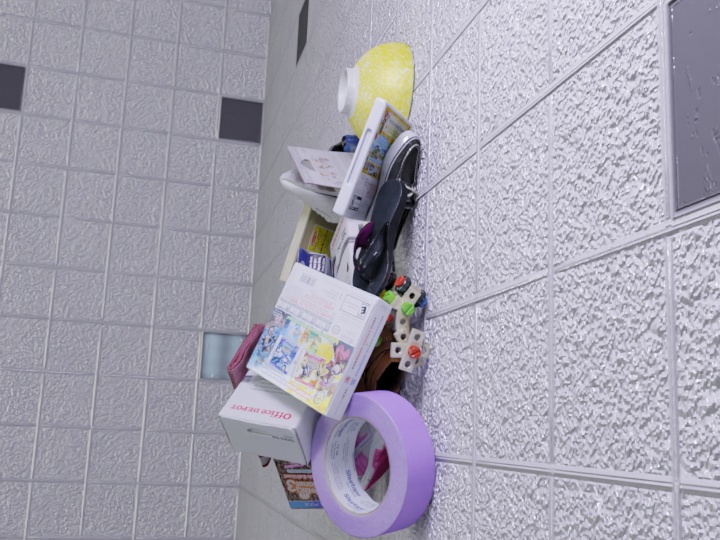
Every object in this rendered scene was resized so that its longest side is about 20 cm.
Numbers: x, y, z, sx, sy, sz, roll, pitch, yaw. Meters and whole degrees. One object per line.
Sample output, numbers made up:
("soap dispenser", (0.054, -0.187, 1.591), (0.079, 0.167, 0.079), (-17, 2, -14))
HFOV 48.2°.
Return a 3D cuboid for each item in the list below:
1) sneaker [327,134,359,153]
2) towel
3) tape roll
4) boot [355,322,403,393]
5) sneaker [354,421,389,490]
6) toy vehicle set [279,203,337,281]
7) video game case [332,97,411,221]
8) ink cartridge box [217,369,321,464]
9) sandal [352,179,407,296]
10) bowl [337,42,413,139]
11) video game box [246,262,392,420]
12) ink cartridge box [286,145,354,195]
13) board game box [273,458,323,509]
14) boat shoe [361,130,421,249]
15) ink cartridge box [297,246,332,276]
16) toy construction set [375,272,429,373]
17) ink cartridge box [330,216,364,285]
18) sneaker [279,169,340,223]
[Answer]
("sneaker", (-0.034, -0.226, 1.675), (0.201, 0.087, 0.080), (122, 151, -60))
("towel", (-0.169, 0.213, 1.388), (0.145, 0.022, 0.204), (-64, -37, -59))
("tape roll", (0.015, 0.280, 1.175), (0.197, 0.065, 0.205), (-2, 87, 45))
("boot", (0.023, 0.189, 1.370), (0.156, 0.075, 0.204), (-118, 43, -58))
("sneaker", (0.007, 0.280, 1.297), (0.081, 0.087, 0.203), (-25, -40, -54))
("toy vehicle set", (-0.081, -0.059, 1.652), (0.026, 0.123, 0.204), (16, 87, 48))
("video game case", (0.022, -0.171, 1.302), (0.185, 0.023, 0.200), (-69, -14, 6))
("ink cartridge box", (-0.114, 0.202, 1.297), (0.201, 0.142, 0.085), (-57, -38, -45))
("sandal", (0.018, -0.048, 1.246), (0.074, 0.047, 0.205), (0, 72, 49))
("bowl", (0.018, -0.321, 1.472), (0.200, 0.105, 0.205), (-174, 90, -75))
("video game box", (-0.066, 0.102, 1.218), (0.198, 0.047, 0.185), (22, 82, 44))
("ink cartridge box", (-0.041, -0.171, 1.493), (0.201, 0.172, 0.046), (-117, 34, -59))
("board game box", (-0.085, 0.291, 1.433), (0.160, 0.095, 0.204), (-64, -36, -58))
("boat shoe", (0.065, -0.124, 1.320), (0.063, 0.070, 0.204), (33, 113, 37))
("ink cartridge box", (-0.078, 0.078, 1.544), (0.200, 0.040, 0.205), (47, -135, -68))
("toy construction set", (0.040, 0.075, 1.248), (0.132, 0.092, 0.199), (-53, 32, -7))
("ink cartridge box", (0.000, 0.000, 1.474), (0.148, 0.081, 0.204), (114, 156, -54))
("sneaker", (-0.068, -0.137, 1.573), (0.077, 0.196, 0.082), (-63, -9, -55))
